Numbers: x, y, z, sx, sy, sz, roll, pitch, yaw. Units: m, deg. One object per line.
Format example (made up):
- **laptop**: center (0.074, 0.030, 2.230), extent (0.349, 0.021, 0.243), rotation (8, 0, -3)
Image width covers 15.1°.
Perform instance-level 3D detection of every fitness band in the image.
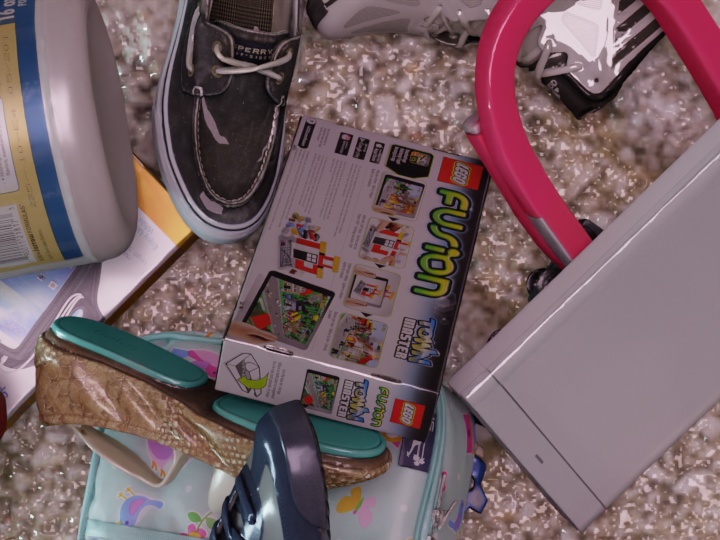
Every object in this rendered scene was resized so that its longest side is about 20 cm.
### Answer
- **fitness band**: center (0.137, -0.075, 1.422), extent (0.144, 0.037, 0.200), rotation (-40, 113, -14)

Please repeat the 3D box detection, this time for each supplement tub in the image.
- **supplement tub**: center (-0.223, -0.061, 1.376), extent (0.199, 0.145, 0.145), rotation (-10, 85, 2)

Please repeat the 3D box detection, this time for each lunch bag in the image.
- **lunch bag**: center (-0.042, 0.119, 1.403), extent (0.199, 0.077, 0.161), rotation (7, 74, 19)

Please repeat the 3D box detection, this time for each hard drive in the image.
- **hard drive**: center (0.153, 0.030, 1.422), extent (0.200, 0.027, 0.132), rotation (-44, 129, -3)

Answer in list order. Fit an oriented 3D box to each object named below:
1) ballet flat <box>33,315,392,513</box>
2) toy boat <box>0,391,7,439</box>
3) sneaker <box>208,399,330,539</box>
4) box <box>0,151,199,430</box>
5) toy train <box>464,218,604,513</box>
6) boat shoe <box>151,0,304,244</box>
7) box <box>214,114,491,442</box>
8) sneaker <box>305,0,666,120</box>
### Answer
- **ballet flat**: center (-0.077, 0.083, 1.358), extent (0.200, 0.070, 0.065), rotation (21, 106, 24)
- **toy boat**: center (-0.241, 0.120, 1.344), extent (0.130, 0.200, 0.131), rotation (-11, 99, 4)
- **sneaker**: center (-0.059, 0.152, 1.288), extent (0.082, 0.070, 0.201), rotation (-2, 120, -12)
- **box**: center (-0.195, 0.005, 1.461), extent (0.200, 0.041, 0.119), rotation (-45, 86, -1)
- **toy train**: center (0.080, 0.064, 1.457), extent (0.046, 0.034, 0.200), rotation (34, 85, -9)
- **boat shoe**: center (-0.068, -0.117, 1.437), extent (0.072, 0.071, 0.201), rotation (4, 78, -19)
- **box**: center (0.000, 0.000, 1.393), extent (0.110, 0.200, 0.035), rotation (15, 128, 2)
- **sneaker**: center (0.078, -0.130, 1.450), extent (0.200, 0.076, 0.116), rotation (-16, 83, -3)
